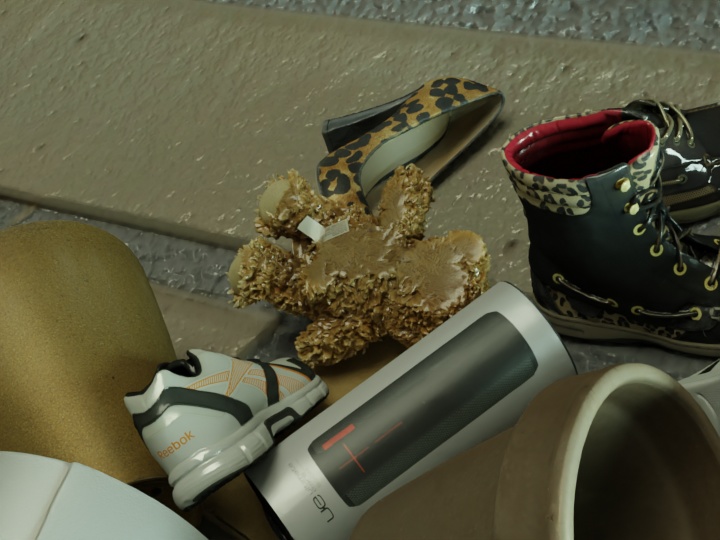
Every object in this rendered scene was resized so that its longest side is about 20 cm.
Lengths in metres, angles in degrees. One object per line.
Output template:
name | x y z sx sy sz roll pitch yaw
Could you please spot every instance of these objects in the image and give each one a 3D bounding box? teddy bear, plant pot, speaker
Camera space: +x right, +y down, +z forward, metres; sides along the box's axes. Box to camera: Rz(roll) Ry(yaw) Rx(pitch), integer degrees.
teddy bear | 0.000 0.000 1.061 0.198 0.067 0.146 0 64 24
plant pot | -0.181 0.100 1.020 0.186 0.187 0.200 -33 48 -9
plant pot | 0.089 0.164 0.825 0.174 0.200 0.201 -18 38 36
speaker | 0.029 0.095 0.951 0.199 0.082 0.081 -35 42 -10

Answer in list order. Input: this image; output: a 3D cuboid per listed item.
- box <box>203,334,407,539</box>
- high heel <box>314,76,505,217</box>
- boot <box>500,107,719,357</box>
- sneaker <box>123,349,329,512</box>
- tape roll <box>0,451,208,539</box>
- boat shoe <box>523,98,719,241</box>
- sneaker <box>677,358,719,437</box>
box | 0.000 0.108 1.028 0.163 0.021 0.200 26 62 42
high heel | 0.042 -0.070 1.155 0.141 0.072 0.201 -15 39 11
boot | 0.186 -0.024 0.972 0.198 0.151 0.073 4 49 28
sneaker | -0.078 0.075 0.965 0.074 0.080 0.200 -37 -1 15
tape roll | -0.177 0.214 0.873 0.201 0.203 0.140 -1 45 25
boat shoe | 0.201 -0.074 1.074 0.199 0.074 0.075 -27 41 -2
sneaker | 0.243 0.071 0.917 0.200 0.112 0.073 -41 73 28
